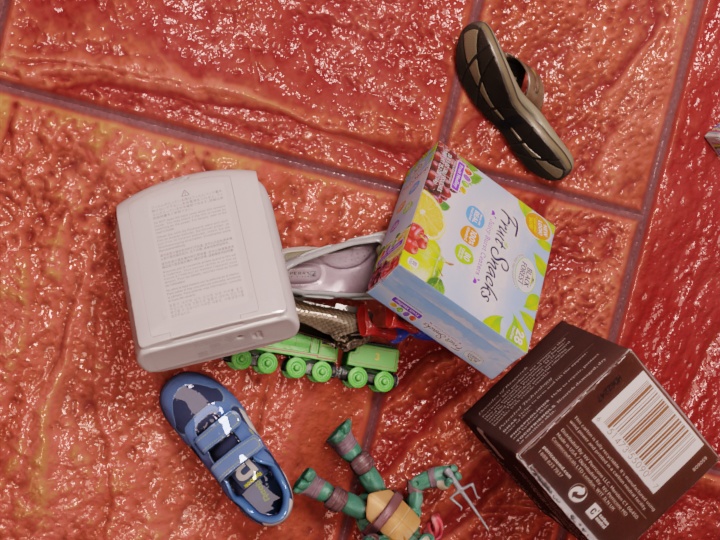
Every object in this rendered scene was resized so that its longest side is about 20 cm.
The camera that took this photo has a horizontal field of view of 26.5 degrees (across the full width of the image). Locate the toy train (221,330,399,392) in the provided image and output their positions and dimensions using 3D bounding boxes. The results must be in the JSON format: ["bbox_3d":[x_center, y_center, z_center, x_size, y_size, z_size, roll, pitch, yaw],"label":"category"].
[{"bbox_3d":[-0.052,0.092,1.649,0.199,0.042,0.057,11,83,-14],"label":"toy train"}]

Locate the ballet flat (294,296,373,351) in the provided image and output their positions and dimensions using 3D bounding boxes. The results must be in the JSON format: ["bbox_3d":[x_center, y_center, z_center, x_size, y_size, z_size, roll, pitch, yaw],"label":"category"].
[{"bbox_3d":[-0.084,0.050,1.608,0.199,0.067,0.047,12,78,-10],"label":"ballet flat"}]

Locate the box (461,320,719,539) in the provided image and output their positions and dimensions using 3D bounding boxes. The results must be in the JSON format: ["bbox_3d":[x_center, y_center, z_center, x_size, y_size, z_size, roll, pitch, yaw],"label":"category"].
[{"bbox_3d":[0.243,0.179,1.646,0.164,0.200,0.166,-43,103,-6],"label":"box"}]

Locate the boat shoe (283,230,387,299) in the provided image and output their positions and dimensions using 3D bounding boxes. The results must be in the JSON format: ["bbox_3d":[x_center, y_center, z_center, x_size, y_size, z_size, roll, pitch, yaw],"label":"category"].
[{"bbox_3d":[-0.001,-0.002,1.636,0.201,0.065,0.075,-3,97,-13],"label":"boat shoe"}]

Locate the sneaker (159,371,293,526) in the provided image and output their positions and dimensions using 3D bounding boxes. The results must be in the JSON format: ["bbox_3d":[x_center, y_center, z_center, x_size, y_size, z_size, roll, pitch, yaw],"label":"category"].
[{"bbox_3d":[-0.135,0.190,1.616,0.074,0.082,0.200,-40,103,-4],"label":"sneaker"}]

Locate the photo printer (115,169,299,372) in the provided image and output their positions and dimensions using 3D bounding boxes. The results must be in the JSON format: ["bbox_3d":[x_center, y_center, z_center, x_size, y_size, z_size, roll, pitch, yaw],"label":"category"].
[{"bbox_3d":[-0.161,-0.009,1.548,0.166,0.070,0.201,-14,60,-2],"label":"photo printer"}]

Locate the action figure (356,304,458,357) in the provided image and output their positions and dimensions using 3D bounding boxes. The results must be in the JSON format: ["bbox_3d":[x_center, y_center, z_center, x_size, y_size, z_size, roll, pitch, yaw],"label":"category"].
[{"bbox_3d":[0.085,0.039,1.649,0.199,0.065,0.100,18,64,-43],"label":"action figure"}]

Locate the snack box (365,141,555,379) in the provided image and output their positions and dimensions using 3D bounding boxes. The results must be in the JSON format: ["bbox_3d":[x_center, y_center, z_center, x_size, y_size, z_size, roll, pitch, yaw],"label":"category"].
[{"bbox_3d":[0.110,-0.013,1.604,0.168,0.068,0.200,35,44,-14],"label":"snack box"}]

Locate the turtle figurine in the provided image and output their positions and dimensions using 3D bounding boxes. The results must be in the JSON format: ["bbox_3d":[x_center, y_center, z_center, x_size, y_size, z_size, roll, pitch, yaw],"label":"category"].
[{"bbox_3d":[0.031,0.261,1.653,0.200,0.101,0.150,38,52,-2],"label":"turtle figurine"}]

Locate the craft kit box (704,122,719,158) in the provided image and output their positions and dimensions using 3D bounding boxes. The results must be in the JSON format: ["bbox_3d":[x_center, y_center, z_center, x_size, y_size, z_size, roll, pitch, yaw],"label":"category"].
[{"bbox_3d":[0.529,-0.141,1.763,0.200,0.049,0.198,-40,106,-7],"label":"craft kit box"}]

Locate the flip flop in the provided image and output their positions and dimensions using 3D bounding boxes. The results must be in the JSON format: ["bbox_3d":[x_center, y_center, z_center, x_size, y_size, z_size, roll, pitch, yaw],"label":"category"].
[{"bbox_3d":[0.173,-0.187,1.658,0.058,0.081,0.200,-45,106,-23],"label":"flip flop"}]
